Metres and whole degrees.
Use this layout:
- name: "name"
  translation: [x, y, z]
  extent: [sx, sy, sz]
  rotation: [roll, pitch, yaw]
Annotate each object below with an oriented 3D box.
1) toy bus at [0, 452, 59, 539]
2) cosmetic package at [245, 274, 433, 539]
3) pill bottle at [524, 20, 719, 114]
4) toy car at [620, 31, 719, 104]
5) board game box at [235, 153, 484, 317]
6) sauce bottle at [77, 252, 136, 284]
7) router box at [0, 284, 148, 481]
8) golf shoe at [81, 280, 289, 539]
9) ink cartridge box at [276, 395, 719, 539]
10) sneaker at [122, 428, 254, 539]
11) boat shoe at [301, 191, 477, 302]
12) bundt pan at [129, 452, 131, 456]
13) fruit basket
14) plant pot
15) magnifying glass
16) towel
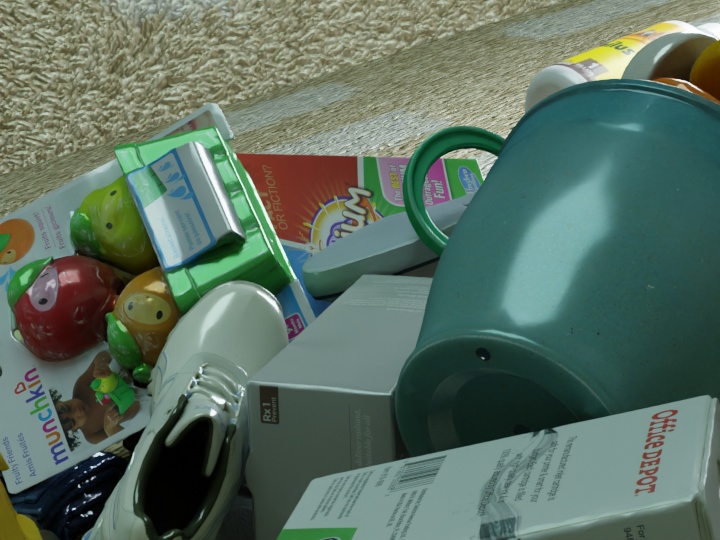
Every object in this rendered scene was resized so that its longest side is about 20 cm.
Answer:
- name: "toy bus"
  translation: [-0.236, 0.125, 1.193]
  extent: [0.135, 0.192, 0.200]
  rotation: [-20, 11, -13]
- name: "cosmetic package"
  translation: [0.010, 0.079, 1.252]
  extent: [0.090, 0.107, 0.200]
  rotation: [2, 19, 16]
- name: "pill bottle"
  translation: [0.253, -0.158, 2.069]
  extent: [0.200, 0.110, 0.109]
  rotation: [-23, 13, -30]
- name: "toy car"
  translation: [0.204, -0.031, 1.324]
  extent: [0.150, 0.200, 0.175]
  rotation: [-29, 36, -30]
- name: "board game box"
  translation: [0.000, 0.000, 1.433]
  extent: [0.200, 0.153, 0.040]
  rotation: [-1, -34, -28]
- name: "sauce bottle"
  translation: [-0.082, 0.008, 1.456]
  extent: [0.200, 0.066, 0.066]
  rotation: [26, 20, 6]
- name: "router box"
  translation: [-0.204, 0.068, 1.461]
  extent: [0.157, 0.052, 0.200]
  rotation: [-24, 15, 0]
- name: "golf shoe"
  translation: [-0.077, 0.082, 1.193]
  extent: [0.097, 0.078, 0.200]
  rotation: [126, 166, -59]
- name: "ink cartridge box"
  translation: [0.067, 0.131, 1.009]
  extent: [0.200, 0.083, 0.147]
  rotation: [-14, 11, 15]
- name: "sneaker"
  translation: [-0.101, 0.125, 1.315]
  extent: [0.114, 0.076, 0.200]
  rotation: [-15, 9, 36]
- name: "boat shoe"
  translation: [0.068, 0.001, 1.389]
  extent: [0.202, 0.086, 0.075]
  rotation: [-20, 15, -14]
- name: "bundt pan"
  translation: [-0.072, 0.062, 1.559]
  extent: [0.201, 0.076, 0.202]
  rotation: [-16, 11, 3]
- name: "fruit basket"
  translation: [-0.142, 0.009, 1.327]
  extent: [0.200, 0.094, 0.185]
  rotation: [-24, 55, -1]
- name: "plant pot"
  translation: [0.117, 0.036, 1.171]
  extent: [0.200, 0.200, 0.188]
  rotation: [-7, 30, 39]
- name: "magnifying glass"
  translation: [0.103, -0.001, 1.333]
  extent: [0.080, 0.200, 0.022]
  rotation: [-40, -3, -19]
- name: "towel"
  translation: [-0.251, 0.149, 1.455]
  extent: [0.200, 0.049, 0.112]
  rotation: [-10, 12, 28]
